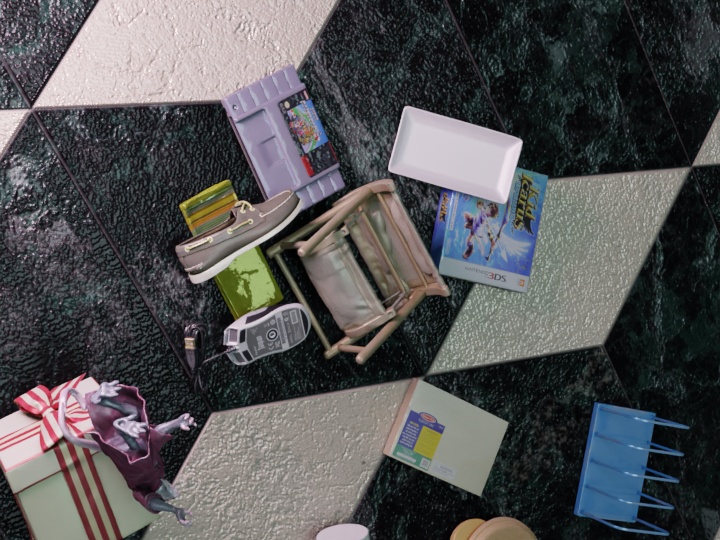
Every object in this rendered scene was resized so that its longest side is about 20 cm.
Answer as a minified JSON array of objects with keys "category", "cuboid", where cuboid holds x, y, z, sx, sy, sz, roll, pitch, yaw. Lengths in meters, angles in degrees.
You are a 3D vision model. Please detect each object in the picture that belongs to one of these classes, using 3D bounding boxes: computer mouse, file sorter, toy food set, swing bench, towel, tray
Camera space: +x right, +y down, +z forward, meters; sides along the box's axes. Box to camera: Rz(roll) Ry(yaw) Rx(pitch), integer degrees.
[{"category":"computer mouse","cuboid":[-0.167,0.101,1.522,0.197,0.044,0.112,-20,116,-20]},{"category":"file sorter","cuboid":[0.483,0.353,1.820,0.136,0.122,0.204,12,89,-25]},{"category":"toy food set","cuboid":[0.234,0.520,1.741,0.197,0.048,0.203,4,80,-32]},{"category":"swing bench","cuboid":[0.000,0.000,1.561,0.199,0.129,0.201,-36,107,-24]},{"category":"towel","cuboid":[-0.188,-0.026,1.526,0.085,0.018,0.203,-30,106,-20]},{"category":"tray","cuboid":[0.150,-0.182,1.635,0.196,0.022,0.110,16,87,2]}]

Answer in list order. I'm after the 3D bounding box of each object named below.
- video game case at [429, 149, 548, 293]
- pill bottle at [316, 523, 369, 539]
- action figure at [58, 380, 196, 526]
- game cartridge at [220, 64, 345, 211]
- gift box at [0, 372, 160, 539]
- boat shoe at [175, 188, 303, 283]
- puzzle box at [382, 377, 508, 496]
[{"category":"video game case","cuboid":[0.211,-0.078,1.700,0.178,0.045,0.204,12,88,-27]},{"category":"pill bottle","cuboid":[-0.017,0.505,1.594,0.111,0.112,0.205,-9,98,-24]},{"category":"action figure","cuboid":[-0.277,0.238,1.264,0.145,0.136,0.202,-5,138,2]},{"category":"game cartridge","cuboid":[-0.112,-0.190,1.543,0.128,0.038,0.203,-29,105,-17]},{"category":"gift box","cuboid":[-0.376,0.249,1.371,0.198,0.183,0.190,-28,115,-27]},{"category":"boat shoe","cuboid":[-0.172,-0.062,1.480,0.200,0.072,0.061,-36,110,-12]},{"category":"puzzle box","cuboid":[0.143,0.275,1.703,0.198,0.025,0.135,28,82,-25]}]
